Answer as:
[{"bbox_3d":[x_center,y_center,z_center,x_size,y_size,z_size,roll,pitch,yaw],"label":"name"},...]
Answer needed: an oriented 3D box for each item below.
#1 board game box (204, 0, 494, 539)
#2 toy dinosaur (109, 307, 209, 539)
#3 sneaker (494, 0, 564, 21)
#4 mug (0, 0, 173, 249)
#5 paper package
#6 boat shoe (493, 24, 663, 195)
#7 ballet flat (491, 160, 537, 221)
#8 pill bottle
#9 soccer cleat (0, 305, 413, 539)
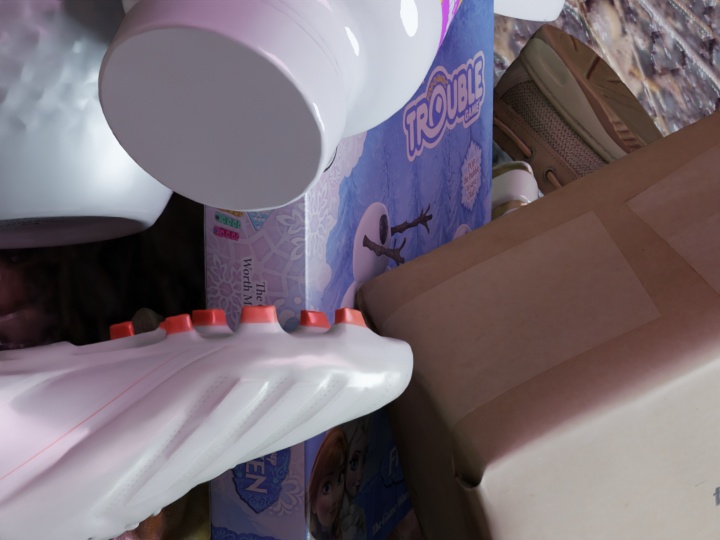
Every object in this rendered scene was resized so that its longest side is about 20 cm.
[{"bbox_3d":[0.000,0.000,0.965,0.200,0.043,0.200,-41,134,-61],"label":"board game box"},{"bbox_3d":[-0.075,0.061,0.945,0.101,0.058,0.201,54,43,-42],"label":"toy dinosaur"},{"bbox_3d":[0.042,-0.184,1.137,0.199,0.074,0.116,13,105,-48],"label":"sneaker"},{"bbox_3d":[-0.143,-0.098,0.867,0.199,0.147,0.177,-2,84,-24],"label":"mug"},{"bbox_3d":[0.119,0.054,0.940,0.104,0.199,0.191,56,-12,43],"label":"paper package"},{"bbox_3d":[0.116,-0.022,1.138,0.071,0.065,0.200,24,27,-44],"label":"boat shoe"},{"bbox_3d":[0.033,-0.034,1.096,0.200,0.070,0.068,41,44,-32],"label":"ballet flat"},{"bbox_3d":[-0.012,-0.112,0.817,0.104,0.104,0.201,48,45,-25],"label":"pill bottle"},{"bbox_3d":[-0.077,0.055,0.821,0.199,0.069,0.078,-7,90,-21],"label":"soccer cleat"}]
